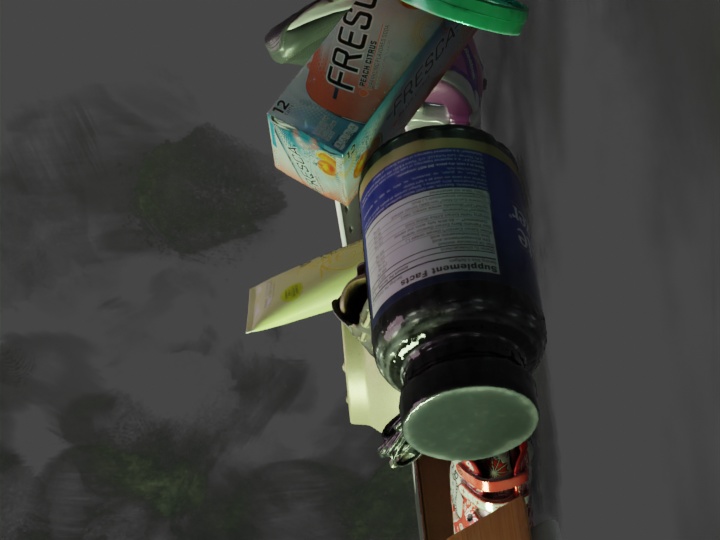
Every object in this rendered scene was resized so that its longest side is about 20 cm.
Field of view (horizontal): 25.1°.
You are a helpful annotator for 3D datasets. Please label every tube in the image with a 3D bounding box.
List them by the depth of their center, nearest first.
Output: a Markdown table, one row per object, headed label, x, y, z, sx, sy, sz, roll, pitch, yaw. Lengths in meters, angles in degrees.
| label | x | y | z | sx | sy | sz | roll | pitch | yaw |
| --- | --- | --- | --- | --- | --- | --- | --- | --- | --- |
| tube | 0.000 | 0.000 | 1.297 | 0.058 | 0.199 | 0.052 | 41 | -150 | -71 |

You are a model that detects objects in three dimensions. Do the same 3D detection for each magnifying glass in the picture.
| label | x | y | z | sx | sy | sz | roll | pitch | yaw |
| --- | --- | --- | --- | --- | --- | --- | --- | --- | --- |
| magnifying glass | 0.042 | -0.179 | 1.011 | 0.200 | 0.079 | 0.023 | -130 | 54 | -61 |

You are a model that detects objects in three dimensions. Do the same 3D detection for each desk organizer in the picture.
| label | x | y | z | sx | sy | sz | roll | pitch | yaw |
| --- | --- | --- | --- | --- | --- | --- | --- | --- | --- |
| desk organizer | 0.090 | 0.219 | 1.457 | 0.201 | 0.076 | 0.072 | -96 | 1 | -54 |

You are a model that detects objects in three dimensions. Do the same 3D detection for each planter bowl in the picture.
| label | x | y | z | sx | sy | sz | roll | pitch | yaw |
| --- | --- | --- | --- | --- | --- | --- | --- | --- | --- |
| planter bowl | 0.050 | 0.066 | 1.374 | 0.200 | 0.134 | 0.202 | 174 | 90 | -90 |

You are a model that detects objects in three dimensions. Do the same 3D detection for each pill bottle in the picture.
| label | x | y | z | sx | sy | sz | roll | pitch | yaw |
| --- | --- | --- | --- | --- | --- | --- | --- | --- | --- |
| pill bottle | 0.059 | 0.014 | 1.033 | 0.112 | 0.111 | 0.201 | 86 | 179 | -53 |

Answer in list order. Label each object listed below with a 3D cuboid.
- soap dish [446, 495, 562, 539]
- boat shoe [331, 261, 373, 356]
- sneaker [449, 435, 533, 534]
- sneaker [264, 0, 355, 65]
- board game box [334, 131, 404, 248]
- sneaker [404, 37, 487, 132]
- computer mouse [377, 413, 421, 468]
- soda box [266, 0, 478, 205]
| label | x | y | z | sx | sy | sz | roll | pitch | yaw |
| --- | --- | --- | --- | --- | --- | --- | --- | --- | --- |
| soap dish | 0.096 | 0.269 | 1.001 | 0.201 | 0.081 | 0.158 | -94 | -1 | -48 |
| boat shoe | 0.022 | 0.023 | 1.196 | 0.075 | 0.073 | 0.200 | -59 | 6 | -12 |
| sneaker | 0.095 | 0.188 | 1.156 | 0.108 | 0.067 | 0.203 | 81 | -174 | -61 |
| sneaker | 0.016 | -0.176 | 1.277 | 0.074 | 0.199 | 0.085 | -21 | 84 | 53 |
| board game box | 0.028 | -0.078 | 1.499 | 0.200 | 0.026 | 0.202 | -25 | -70 | -53 |
| sneaker | 0.067 | -0.122 | 1.259 | 0.201 | 0.080 | 0.089 | 80 | -162 | -61 |
| computer mouse | 0.075 | 0.058 | 1.195 | 0.139 | 0.053 | 0.200 | -57 | 6 | 24 |
| soda box | 0.017 | -0.145 | 1.109 | 0.200 | 0.063 | 0.069 | -55 | -18 | -23 |
